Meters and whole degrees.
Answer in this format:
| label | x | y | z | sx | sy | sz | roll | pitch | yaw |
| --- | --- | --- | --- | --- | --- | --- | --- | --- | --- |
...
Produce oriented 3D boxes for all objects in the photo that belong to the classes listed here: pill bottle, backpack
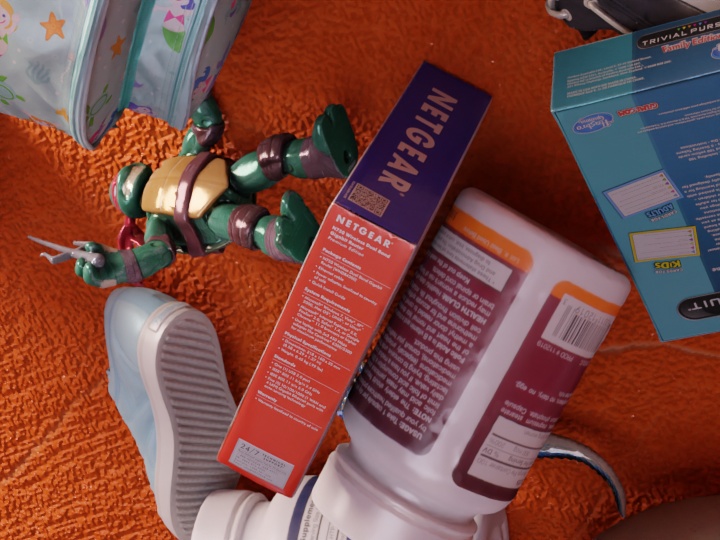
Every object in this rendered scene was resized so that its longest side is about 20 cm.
| label | x | y | z | sx | sy | sz | roll | pitch | yaw |
| --- | --- | --- | --- | --- | --- | --- | --- | --- | --- |
| pill bottle | -0.007 | 0.199 | 1.055 | 0.197 | 0.120 | 0.121 | 2 | 119 | 16 |
| pill bottle | 0.060 | 0.066 | 0.908 | 0.113 | 0.114 | 0.202 | 29 | 96 | 0 |
| backpack | -0.133 | -0.160 | 0.845 | 0.149 | 0.200 | 0.179 | 24 | 117 | 4 |

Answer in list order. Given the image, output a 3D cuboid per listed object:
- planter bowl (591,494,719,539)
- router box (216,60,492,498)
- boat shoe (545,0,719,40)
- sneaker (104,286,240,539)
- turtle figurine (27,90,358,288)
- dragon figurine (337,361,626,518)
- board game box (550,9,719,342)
| label | x | y | z | sx | sy | sz | roll | pitch | yaw |
| --- | --- | --- | --- | --- | --- | --- | --- | --- | --- |
| planter bowl | 0.229 | 0.216 | 0.963 | 0.135 | 0.200 | 0.200 | -43 | 100 | 4 |
| router box | 0.000 | 0.000 | 0.897 | 0.048 | 0.200 | 0.181 | 27 | 121 | 2 |
| boat shoe | 0.135 | -0.150 | 0.850 | 0.198 | 0.074 | 0.061 | 21 | 118 | -4 |
| sneaker | -0.132 | 0.093 | 1.079 | 0.082 | 0.074 | 0.202 | 29 | 134 | 37 |
| turtle figurine | -0.103 | -0.053 | 0.964 | 0.198 | 0.100 | 0.152 | 3 | 76 | 32 |
| dragon figurine | 0.074 | 0.104 | 1.013 | 0.199 | 0.059 | 0.100 | 35 | 122 | -2 |
| board game box | 0.205 | -0.050 | 0.852 | 0.149 | 0.047 | 0.201 | -11 | 137 | 23 |
